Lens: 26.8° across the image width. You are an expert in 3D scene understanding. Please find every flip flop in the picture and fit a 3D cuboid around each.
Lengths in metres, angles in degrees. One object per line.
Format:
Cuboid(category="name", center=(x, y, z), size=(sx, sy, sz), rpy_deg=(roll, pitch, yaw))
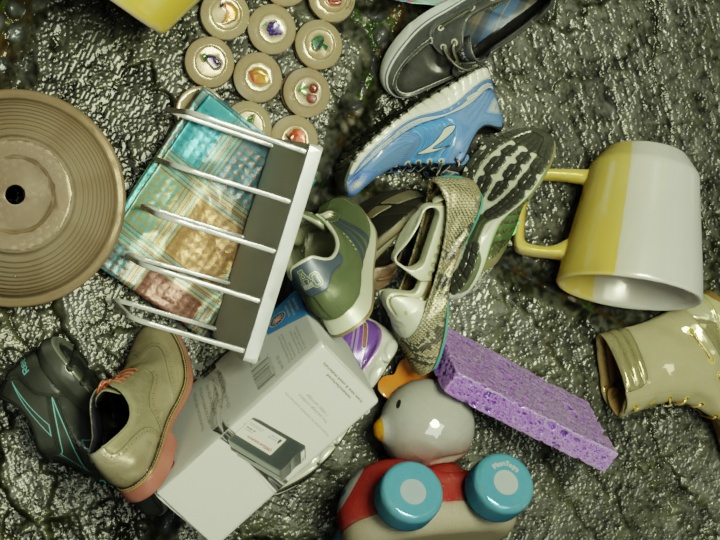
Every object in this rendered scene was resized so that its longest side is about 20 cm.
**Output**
Cuboid(category="flip flop", center=(0.000, 0.000, 1.488), size=(0.058, 0.081, 0.200), rpy_deg=(44, 77, -34))

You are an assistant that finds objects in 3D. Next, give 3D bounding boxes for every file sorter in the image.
Cuboid(category="file sorter", center=(-0.136, -0.037, 1.371), size=(0.124, 0.139, 0.200), rpy_deg=(16, 92, -18))

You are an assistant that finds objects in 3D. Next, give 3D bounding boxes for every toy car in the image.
Cuboid(category="toy car", center=(0.052, 0.178, 1.481), size=(0.176, 0.184, 0.200), rpy_deg=(-2, 62, -19))

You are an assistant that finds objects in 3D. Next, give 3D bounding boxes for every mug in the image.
Cuboid(category="mug", center=(0.271, -0.054, 1.552), size=(0.186, 0.149, 0.154), rpy_deg=(16, 77, -26))

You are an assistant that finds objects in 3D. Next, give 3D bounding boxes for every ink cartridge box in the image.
Cuboid(category="ink cartridge box", center=(-0.095, 0.132, 1.376), size=(0.200, 0.145, 0.084), rpy_deg=(-42, 111, 4))

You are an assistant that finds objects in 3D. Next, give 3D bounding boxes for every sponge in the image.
Cuboid(category="sponge", center=(0.160, 0.128, 1.525), size=(0.200, 0.112, 0.030), rpy_deg=(29, 107, -19))

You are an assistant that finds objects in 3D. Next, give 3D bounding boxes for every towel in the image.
Cuboid(category="towel", center=(-0.148, -0.053, 1.447), size=(0.147, 0.022, 0.200), rpy_deg=(36, 83, -19))

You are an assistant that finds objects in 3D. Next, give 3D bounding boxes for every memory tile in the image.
Cuboid(category="memory tile", center=(-0.093, -0.212, 1.478), size=(0.153, 0.017, 0.201), rpy_deg=(16, 85, -19))

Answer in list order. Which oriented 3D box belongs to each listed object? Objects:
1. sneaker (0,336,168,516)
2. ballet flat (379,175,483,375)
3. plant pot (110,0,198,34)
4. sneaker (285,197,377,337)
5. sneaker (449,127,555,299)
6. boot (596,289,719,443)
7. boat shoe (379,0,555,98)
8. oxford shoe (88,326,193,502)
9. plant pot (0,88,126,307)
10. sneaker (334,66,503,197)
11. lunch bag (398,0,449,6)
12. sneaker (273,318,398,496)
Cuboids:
Cuboid(category="sneaker", center=(-0.253, 0.155, 1.405), size=(0.079, 0.075, 0.200), rpy_deg=(-35, 103, 5))
Cuboid(category="ballet flat", center=(0.058, 0.002, 1.460), size=(0.075, 0.068, 0.200), rpy_deg=(9, 101, -35))
Cuboid(category="plant pot", center=(-0.179, -0.327, 1.361), size=(0.201, 0.201, 0.189), rpy_deg=(35, 94, -17))
Cuboid(category="sneaker", center=(-0.034, -0.029, 1.407), size=(0.067, 0.200, 0.090), rpy_deg=(-31, 120, 17))
Cuboid(category="sneaker", center=(0.134, -0.055, 1.524), size=(0.077, 0.089, 0.200), rpy_deg=(38, 99, 26))
Cuboid(category="boot", center=(0.341, 0.138, 1.612), size=(0.155, 0.073, 0.200), rpy_deg=(-19, 95, -20))
Cuboid(category="boat shoe", center=(0.108, -0.229, 1.485), size=(0.200, 0.066, 0.070), rpy_deg=(-32, 126, 10))
Cuboid(category="oxford shoe", center=(-0.201, 0.110, 1.358), size=(0.070, 0.200, 0.075), rpy_deg=(-31, 124, 21))
Cuboid(category="plant pot", center=(-0.308, -0.066, 1.347), size=(0.200, 0.093, 0.201), rpy_deg=(0, 89, -13))
Cuboid(category="sneaker", center=(0.065, -0.123, 1.505), size=(0.200, 0.079, 0.089), rpy_deg=(-32, 99, -17))
Cuboid(category="lunch bag", center=(0.105, -0.358, 1.498), size=(0.170, 0.122, 0.201), rpy_deg=(0, 102, -25))
Cuboid(category="sneaker", center=(-0.044, 0.130, 1.481), size=(0.083, 0.081, 0.200), rpy_deg=(33, 72, 0))
